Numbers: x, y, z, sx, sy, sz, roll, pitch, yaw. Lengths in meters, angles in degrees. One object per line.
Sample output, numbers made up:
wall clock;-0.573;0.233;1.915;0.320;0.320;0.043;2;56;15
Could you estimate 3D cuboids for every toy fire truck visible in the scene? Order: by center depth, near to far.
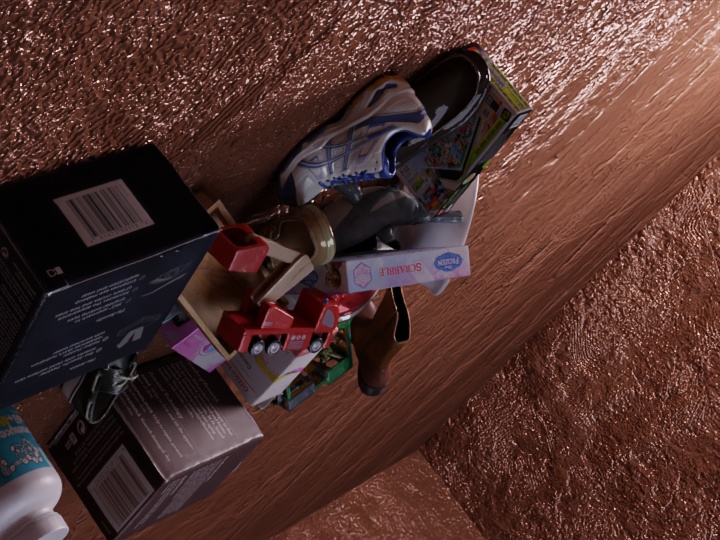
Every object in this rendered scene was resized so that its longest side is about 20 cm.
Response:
toy fire truck;-0.094;0.023;1.418;0.199;0.049;0.142;1;119;-45

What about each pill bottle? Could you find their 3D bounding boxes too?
pill bottle;-0.385;0.207;1.329;0.111;0.200;0.111;-35;166;-10

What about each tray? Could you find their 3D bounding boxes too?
tray;-0.160;0.007;1.407;0.099;0.037;0.200;-44;142;-11

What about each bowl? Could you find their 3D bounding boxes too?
bowl;0.088;-0.074;1.747;0.201;0.090;0.202;-165;-90;-82

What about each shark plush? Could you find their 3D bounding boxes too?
shark plush;0.029;-0.058;1.631;0.199;0.084;0.091;2;152;-26

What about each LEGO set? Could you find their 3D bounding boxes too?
LEGO set;-0.105;0.117;1.975;0.200;0.116;0.154;-42;139;-29

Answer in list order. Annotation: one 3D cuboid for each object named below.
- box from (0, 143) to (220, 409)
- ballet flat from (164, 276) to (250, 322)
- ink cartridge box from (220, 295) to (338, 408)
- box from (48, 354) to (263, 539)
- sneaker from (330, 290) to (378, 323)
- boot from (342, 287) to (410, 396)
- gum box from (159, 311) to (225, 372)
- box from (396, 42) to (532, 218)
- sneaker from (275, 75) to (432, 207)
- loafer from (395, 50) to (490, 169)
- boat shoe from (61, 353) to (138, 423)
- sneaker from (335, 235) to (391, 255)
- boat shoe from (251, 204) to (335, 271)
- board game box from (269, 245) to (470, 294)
box;-0.266;0.007;1.170;0.196;0.118;0.200;-23;158;-45
ballet flat;-0.205;0.008;1.444;0.199;0.073;0.073;-23;160;-29
ink cartridge box;-0.136;0.105;1.779;0.067;0.117;0.200;-20;156;-52
box;-0.278;0.234;1.737;0.200;0.164;0.166;-18;155;-53
sneaker;-0.045;0.032;1.856;0.200;0.078;0.116;-35;166;-18
boot;0.022;0.072;1.970;0.068;0.189;0.200;3;148;-11
gum box;-0.186;0.055;1.607;0.113;0.066;0.200;-37;165;-2
box;0.114;-0.168;1.563;0.035;0.110;0.200;-23;158;-44
sneaker;-0.008;-0.127;1.440;0.200;0.088;0.075;-41;167;17
loafer;0.068;-0.178;1.488;0.200;0.073;0.071;-42;167;17
boat shoe;-0.294;0.113;1.531;0.071;0.064;0.200;-24;160;-43
sneaker;0.002;-0.023;1.811;0.083;0.071;0.199;-38;164;24
boat shoe;-0.088;-0.029;1.492;0.066;0.074;0.200;-22;-179;-23
board game box;0.000;0.000;1.617;0.199;0.041;0.200;-8;-176;-37
